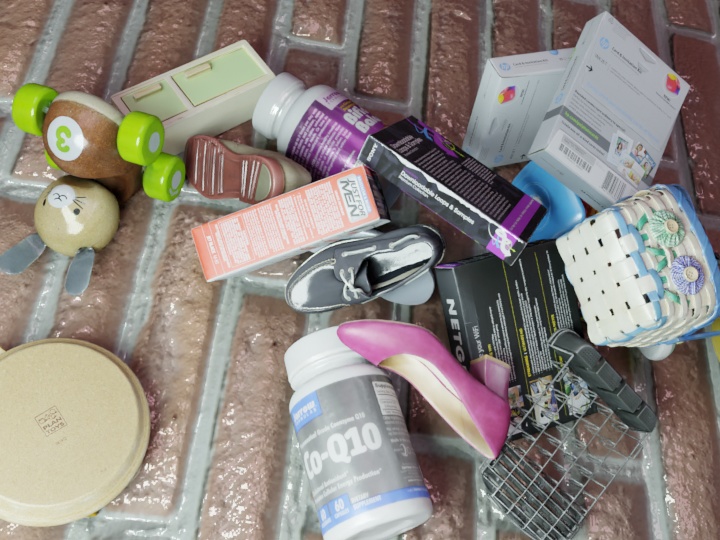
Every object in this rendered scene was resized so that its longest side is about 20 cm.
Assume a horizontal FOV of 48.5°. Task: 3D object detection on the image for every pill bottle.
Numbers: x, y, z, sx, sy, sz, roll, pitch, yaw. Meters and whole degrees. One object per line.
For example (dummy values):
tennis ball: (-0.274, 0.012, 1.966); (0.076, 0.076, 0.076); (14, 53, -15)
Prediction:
pill bottle: (-0.033, -0.160, 0.998); (0.199, 0.113, 0.113); (34, 59, 8)
pill bottle: (-0.009, 0.167, 0.814); (0.112, 0.114, 0.203); (-11, 63, -17)

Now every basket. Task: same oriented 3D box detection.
basket: (0.324, -0.001, 0.867); (0.198, 0.139, 0.179); (-11, 75, -39)

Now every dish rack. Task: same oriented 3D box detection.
dish rack: (0.216, 0.183, 0.851); (0.153, 0.054, 0.201); (43, 81, -16)

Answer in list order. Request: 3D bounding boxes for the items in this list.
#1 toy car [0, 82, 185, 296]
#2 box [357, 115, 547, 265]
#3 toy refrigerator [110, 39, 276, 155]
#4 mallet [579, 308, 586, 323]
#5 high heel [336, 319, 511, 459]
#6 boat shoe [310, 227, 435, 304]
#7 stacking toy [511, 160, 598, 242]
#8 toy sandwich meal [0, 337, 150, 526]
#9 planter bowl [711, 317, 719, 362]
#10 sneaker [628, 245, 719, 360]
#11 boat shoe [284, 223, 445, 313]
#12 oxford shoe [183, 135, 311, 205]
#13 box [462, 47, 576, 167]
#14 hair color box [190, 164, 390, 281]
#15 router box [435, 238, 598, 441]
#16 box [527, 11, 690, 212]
toy car: (-0.315, -0.078, 0.881); (0.162, 0.158, 0.203); (16, 69, 12)
box: (0.105, -0.094, 0.877); (0.199, 0.036, 0.143); (37, 28, 8)
toy refrigerator: (-0.210, -0.216, 1.018); (0.198, 0.070, 0.076); (-31, 71, -25)
mallet: (0.244, 0.058, 0.980); (0.197, 0.066, 0.042); (17, 36, -20)
high heel: (0.062, 0.116, 0.793); (0.197, 0.067, 0.097); (22, 62, -20)
boat shoe: (0.002, -0.027, 0.962); (0.197, 0.071, 0.066); (24, 22, 7)
stacking toy: (0.303, -0.090, 1.047); (0.197, 0.116, 0.111); (-7, 64, -28)
toy sandwich meal: (-0.308, 0.159, 0.787); (0.201, 0.071, 0.208); (8, 59, -13)
planter bowl: (0.486, 0.084, 0.968); (0.198, 0.083, 0.204); (19, 58, -32)
sneaker: (0.400, 0.037, 0.988); (0.116, 0.074, 0.202); (20, 48, -5)
boat shoe: (0.000, 0.000, 0.895); (0.197, 0.063, 0.074); (-20, 98, 11)
oxford shoe: (-0.140, -0.117, 0.954); (0.074, 0.072, 0.198); (-8, 25, -44)
box: (0.243, -0.215, 1.054); (0.197, 0.157, 0.042); (-13, 55, -18)
hair color box: (-0.072, -0.051, 0.877); (0.197, 0.111, 0.065); (-18, 90, 9)
router box: (0.175, 0.078, 0.889); (0.147, 0.051, 0.204); (-13, 94, -19)
box: (0.302, -0.181, 0.959); (0.155, 0.041, 0.202); (32, 75, -19)
